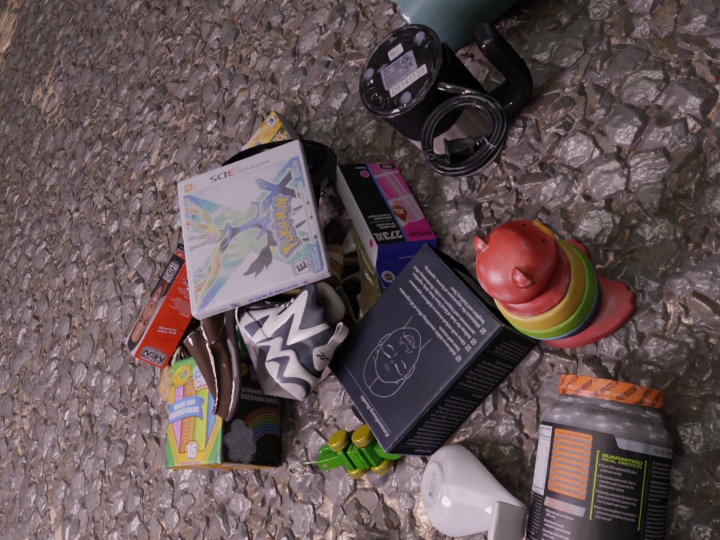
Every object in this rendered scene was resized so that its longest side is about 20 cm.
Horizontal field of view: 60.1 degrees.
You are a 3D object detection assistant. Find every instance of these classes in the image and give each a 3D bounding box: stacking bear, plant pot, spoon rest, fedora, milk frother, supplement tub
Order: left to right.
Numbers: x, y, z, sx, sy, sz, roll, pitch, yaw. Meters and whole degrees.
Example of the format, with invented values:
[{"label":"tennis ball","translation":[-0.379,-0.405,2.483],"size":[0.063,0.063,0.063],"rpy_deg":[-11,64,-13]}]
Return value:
[{"label":"fedora","translation":[-0.119,-0.120,0.927],"size":[0.197,0.093,0.202],"rpy_deg":[-9,34,6]},{"label":"milk frother","translation":[0.118,-0.172,0.762],"size":[0.179,0.187,0.203],"rpy_deg":[-10,69,36]},{"label":"plant pot","translation":[0.143,-0.413,0.835],"size":[0.196,0.199,0.202],"rpy_deg":[-39,55,30]},{"label":"spoon rest","translation":[0.119,0.247,0.668],"size":[0.200,0.060,0.101],"rpy_deg":[165,118,-74]},{"label":"stacking bear","translation":[0.185,0.009,0.641],"size":[0.114,0.199,0.122],"rpy_deg":[-47,53,14]},{"label":"supplement tub","translation":[0.226,0.208,0.593],"size":[0.121,0.122,0.203],"rpy_deg":[4,77,38]}]

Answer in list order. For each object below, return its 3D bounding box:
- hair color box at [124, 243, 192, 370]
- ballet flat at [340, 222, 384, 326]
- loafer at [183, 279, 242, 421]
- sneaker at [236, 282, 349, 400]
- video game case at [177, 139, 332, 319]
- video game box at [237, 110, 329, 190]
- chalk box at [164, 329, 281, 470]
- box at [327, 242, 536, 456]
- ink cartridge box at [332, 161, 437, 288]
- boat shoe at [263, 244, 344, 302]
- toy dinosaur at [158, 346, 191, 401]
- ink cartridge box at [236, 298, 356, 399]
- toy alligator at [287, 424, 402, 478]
[{"label":"hair color box","translation":[-0.327,0.059,1.080],"size":[0.101,0.061,0.202],"rpy_deg":[14,76,60]},{"label":"ballet flat","translation":[0.000,0.000,0.868],"size":[0.070,0.070,0.203],"rpy_deg":[-22,65,30]},{"label":"loafer","translation":[-0.197,0.097,0.823],"size":[0.073,0.070,0.204],"rpy_deg":[158,106,-73]},{"label":"sneaker","translation":[-0.078,0.059,0.801],"size":[0.130,0.080,0.199],"rpy_deg":[-45,31,-1]},{"label":"video game case","translation":[-0.141,-0.057,0.798],"size":[0.180,0.022,0.203],"rpy_deg":[-18,64,7]},{"label":"video game box","translation":[-0.166,-0.142,1.067],"size":[0.200,0.047,0.183],"rpy_deg":[-46,56,17]},{"label":"chalk box","translation":[-0.200,0.190,0.930],"size":[0.123,0.124,0.203],"rpy_deg":[-15,65,32]},{"label":"box","translation":[0.081,0.099,0.752],"size":[0.201,0.107,0.149],"rpy_deg":[-49,52,13]},{"label":"ink cartridge box","translation":[0.039,-0.068,0.851],"size":[0.202,0.093,0.037],"rpy_deg":[66,150,30]},{"label":"boat shoe","translation":[-0.105,-0.004,0.859],"size":[0.197,0.072,0.077],"rpy_deg":[0,59,28]},{"label":"toy dinosaur","translation":[-0.319,0.171,1.070],"size":[0.101,0.058,0.201],"rpy_deg":[-46,53,18]},{"label":"ink cartridge box","translation":[-0.101,0.064,0.919],"size":[0.147,0.085,0.201],"rpy_deg":[-41,53,19]},{"label":"toy alligator","translation":[-0.016,0.234,0.822],"size":[0.198,0.060,0.054],"rpy_deg":[-22,18,36]}]
